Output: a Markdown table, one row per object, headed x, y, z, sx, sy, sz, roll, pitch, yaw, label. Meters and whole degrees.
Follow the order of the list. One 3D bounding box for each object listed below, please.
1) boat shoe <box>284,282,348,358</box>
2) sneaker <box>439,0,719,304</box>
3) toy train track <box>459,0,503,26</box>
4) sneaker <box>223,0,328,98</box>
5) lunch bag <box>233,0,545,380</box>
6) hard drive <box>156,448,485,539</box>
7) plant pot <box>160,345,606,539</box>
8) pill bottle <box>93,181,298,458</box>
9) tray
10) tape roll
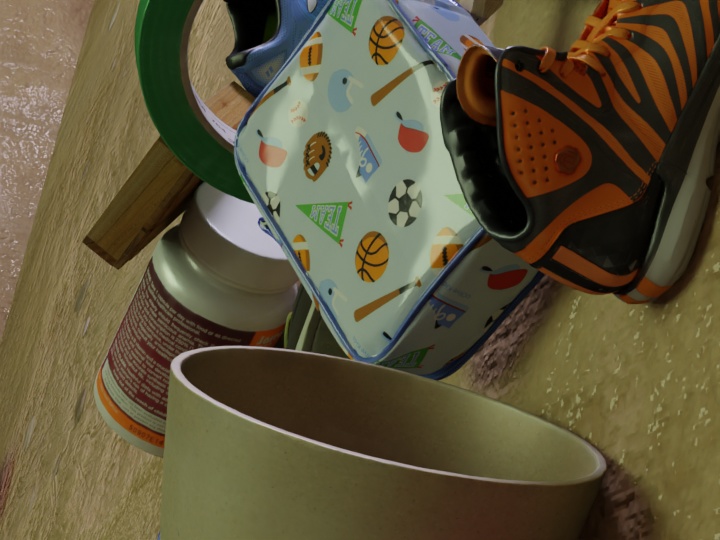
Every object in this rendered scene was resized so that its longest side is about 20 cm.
| x | y | z | sx | sy | sz | roll | pitch | yaw | label |
| --- | --- | --- | --- | --- | --- | --- | --- | --- | --- |
| 0.000 | 0.000 | 0.969 | 0.061 | 0.071 | 0.202 | -106 | 36 | -55 | boat shoe |
| 0.102 | -0.094 | 0.688 | 0.078 | 0.112 | 0.201 | -24 | 49 | 66 | sneaker |
| 0.091 | -0.222 | 0.902 | 0.115 | 0.032 | 0.201 | 148 | 139 | -65 | toy train track |
| -0.056 | -0.223 | 1.289 | 0.078 | 0.089 | 0.201 | -15 | 49 | 41 | sneaker |
| 0.017 | -0.050 | 0.843 | 0.160 | 0.075 | 0.200 | -52 | 48 | 26 | lunch bag |
| -0.026 | 0.139 | 0.830 | 0.200 | 0.025 | 0.132 | 10 | 80 | 43 | hard drive |
| -0.009 | 0.154 | 0.689 | 0.187 | 0.187 | 0.201 | -145 | 66 | -72 | plant pot |
| -0.116 | 0.036 | 1.212 | 0.114 | 0.114 | 0.200 | -96 | 30 | -53 | pill bottle |
| -0.131 | -0.073 | 1.174 | 0.099 | 0.037 | 0.200 | -50 | 4 | 19 | tray |
| -0.043 | -0.141 | 1.026 | 0.048 | 0.200 | 0.201 | -115 | 47 | -66 | tape roll |
